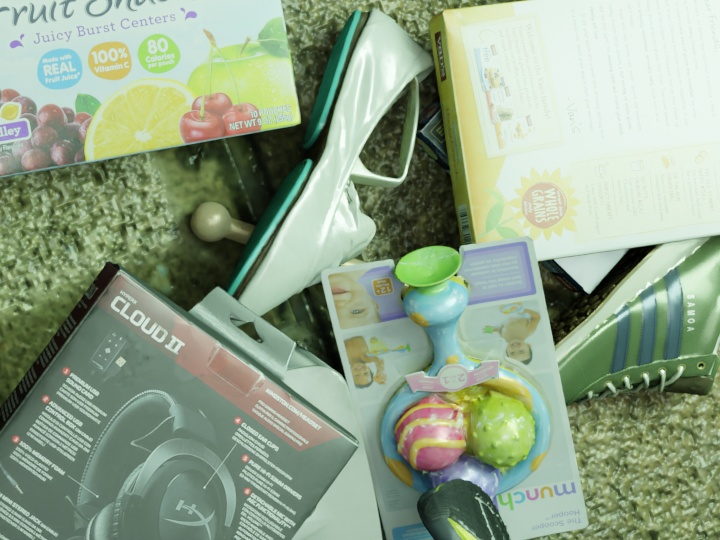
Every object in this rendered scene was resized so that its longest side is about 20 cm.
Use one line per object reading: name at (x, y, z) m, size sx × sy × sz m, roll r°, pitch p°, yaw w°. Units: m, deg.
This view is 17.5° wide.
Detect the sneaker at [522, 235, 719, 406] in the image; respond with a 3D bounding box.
sneaker at (0.165, 0.043, 1.332) m, size 0.200 × 0.067 × 0.090 m, roll -42°, pitch 96°, yaw -11°

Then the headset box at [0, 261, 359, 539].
headset box at (-0.109, 0.103, 1.148) m, size 0.149 × 0.077 × 0.200 m, roll 36°, pitch 86°, yaw -11°

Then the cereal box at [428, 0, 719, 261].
cereal box at (0.146, -0.083, 1.291) m, size 0.200 × 0.040 × 0.144 m, roll -7°, pitch 88°, yaw -12°

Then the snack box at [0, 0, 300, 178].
snack box at (-0.144, -0.131, 1.258) m, size 0.200 × 0.053 × 0.142 m, roll -11°, pitch 95°, yaw -12°

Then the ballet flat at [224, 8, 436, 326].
ballet flat at (-0.011, -0.049, 1.270) m, size 0.069 × 0.069 × 0.200 m, roll 28°, pitch 70°, yaw -13°

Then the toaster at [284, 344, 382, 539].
toaster at (-0.078, 0.141, 1.257) m, size 0.200 × 0.119 × 0.181 m, roll -10°, pitch 96°, yaw -13°

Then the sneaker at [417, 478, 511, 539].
sneaker at (0.057, 0.192, 1.280) m, size 0.081 × 0.074 × 0.200 m, roll -21°, pitch 134°, yaw -2°

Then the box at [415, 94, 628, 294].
box at (0.143, -0.106, 1.334) m, size 0.137 × 0.038 × 0.200 m, roll 43°, pitch 84°, yaw -10°

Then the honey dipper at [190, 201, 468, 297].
honey dipper at (0.000, 0.000, 1.312) m, size 0.200 × 0.038 × 0.038 m, roll 19°, pitch 89°, yaw -9°

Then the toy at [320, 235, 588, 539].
toy at (0.054, 0.082, 1.269) m, size 0.115 × 0.047 × 0.200 m, roll -10°, pitch 119°, yaw 6°
